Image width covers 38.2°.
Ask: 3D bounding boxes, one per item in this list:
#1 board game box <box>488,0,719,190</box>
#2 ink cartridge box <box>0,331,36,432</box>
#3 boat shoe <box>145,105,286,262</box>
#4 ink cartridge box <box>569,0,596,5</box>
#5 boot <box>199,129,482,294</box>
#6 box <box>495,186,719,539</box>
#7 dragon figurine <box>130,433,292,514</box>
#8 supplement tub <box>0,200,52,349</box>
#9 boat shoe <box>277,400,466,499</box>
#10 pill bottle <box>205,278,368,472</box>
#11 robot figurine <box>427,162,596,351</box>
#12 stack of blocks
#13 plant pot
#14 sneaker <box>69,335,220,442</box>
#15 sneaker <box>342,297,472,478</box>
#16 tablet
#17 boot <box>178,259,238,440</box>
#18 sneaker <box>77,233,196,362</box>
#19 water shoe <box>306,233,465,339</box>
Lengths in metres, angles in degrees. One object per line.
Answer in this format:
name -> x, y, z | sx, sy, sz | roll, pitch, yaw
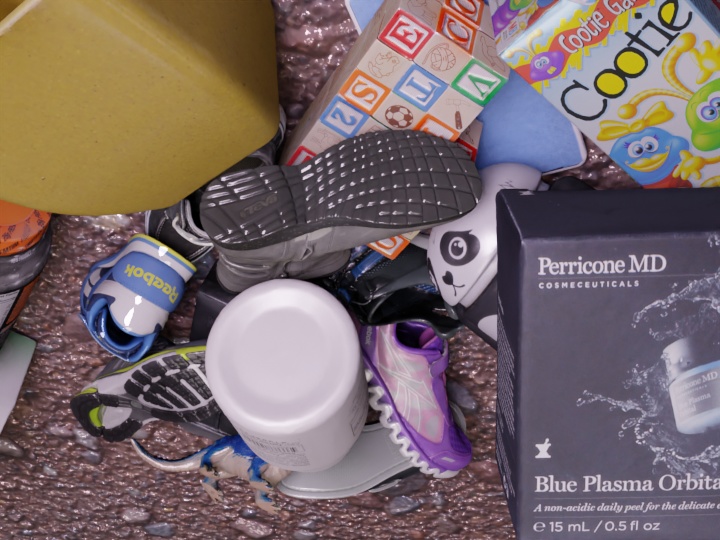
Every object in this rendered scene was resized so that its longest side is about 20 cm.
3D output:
board game box -> 0.184, -0.140, 0.668 | 0.199, 0.106, 0.102 | 34, 126, -29
ink cartridge box -> -0.399, 0.120, 0.935 | 0.159, 0.202, 0.050 | 27, 133, -21
boat shoe -> -0.124, -0.056, 0.818 | 0.071, 0.072, 0.200 | 22, 137, -18
ink cartridge box -> 0.071, -0.261, 0.496 | 0.143, 0.202, 0.148 | 15, 136, -7
boot -> -0.015, -0.036, 0.744 | 0.196, 0.069, 0.131 | -9, 162, -1
box -> 0.186, 0.056, 0.656 | 0.192, 0.118, 0.204 | -2, 107, 2
dragon figurine -> -0.103, 0.158, 0.951 | 0.196, 0.100, 0.060 | 5, 137, 20
supplement tub -> -0.330, -0.004, 0.858 | 0.121, 0.124, 0.200 | 25, 132, -19
boat shoe -> 0.008, 0.183, 1.011 | 0.196, 0.077, 0.061 | -10, 154, -13
pill bottle -> -0.050, 0.094, 0.817 | 0.112, 0.117, 0.201 | 2, 158, 4
robot figurine -> 0.143, 0.009, 0.773 | 0.198, 0.125, 0.152 | 35, 101, 1
stack of blocks -> 0.030, -0.106, 0.740 | 0.114, 0.059, 0.200 | 28, 138, -14
plant pot -> -0.157, -0.149, 0.654 | 0.192, 0.199, 0.199 | -27, 143, 30
sneaker -> -0.176, 0.088, 0.920 | 0.197, 0.082, 0.074 | -17, 123, 35
sneaker -> 0.051, 0.098, 0.936 | 0.088, 0.081, 0.201 | -32, 107, 16
tablet -> 0.081, -0.138, 0.756 | 0.128, 0.014, 0.202 | -13, 132, 19
boot -> -0.085, 0.091, 0.977 | 0.161, 0.066, 0.202 | 12, 131, -9
sneaker -> -0.207, 0.036, 0.891 | 0.073, 0.083, 0.200 | 28, 153, -15
water shoe -> 0.000, 0.000, 0.857 | 0.196, 0.080, 0.072 | 11, 136, -5
